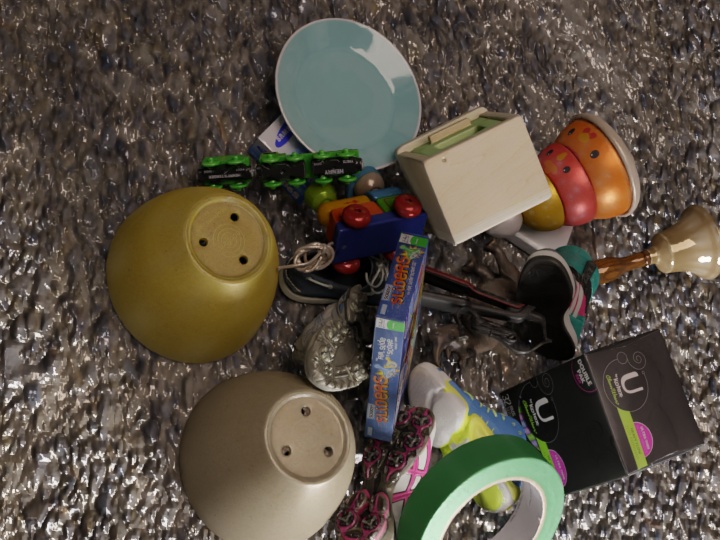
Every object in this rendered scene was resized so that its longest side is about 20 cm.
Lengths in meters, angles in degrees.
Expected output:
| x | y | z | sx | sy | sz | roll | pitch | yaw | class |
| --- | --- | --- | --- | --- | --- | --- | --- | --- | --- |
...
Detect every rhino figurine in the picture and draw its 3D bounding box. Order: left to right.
| x | y | z | sx | sy | sz | roll | pitch | yaw | class |
| --- | --- | --- | --- | --- | --- | --- | --- | --- | --- |
| 0.143 | 0.052 | 1.657 | 0.087 | 0.060 | 0.200 | 45 | 50 | -6 | rhino figurine |

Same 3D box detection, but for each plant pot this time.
| x | y | z | sx | sy | sz | roll | pitch | yaw | class |
| --- | --- | --- | --- | --- | --- | --- | --- | --- | --- |
| -0.170 | -0.012 | 1.492 | 0.197 | 0.142 | 0.203 | 8 | 69 | -22 | plant pot |

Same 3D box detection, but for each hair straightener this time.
| x | y | z | sx | sy | sz | roll | pitch | yaw | class |
| --- | --- | --- | --- | --- | --- | --- | --- | --- | --- |
| 0.135 | 0.058 | 1.600 | 0.198 | 0.041 | 0.078 | 21 | 65 | -5 | hair straightener |

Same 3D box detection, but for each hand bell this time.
| x | y | z | sx | sy | sz | roll | pitch | yaw | class |
| --- | --- | --- | --- | --- | --- | --- | --- | --- | --- |
| 0.375 | -0.014 | 1.805 | 0.197 | 0.104 | 0.106 | -15 | 79 | -16 | hand bell |

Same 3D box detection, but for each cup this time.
| x | y | z | sx | sy | sz | roll | pitch | yaw | class |
| --- | --- | --- | --- | --- | --- | --- | --- | --- | --- |
| -0.082 | 0.195 | 1.464 | 0.198 | 0.143 | 0.203 | 9 | 69 | -23 | cup |

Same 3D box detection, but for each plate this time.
| x | y | z | sx | sy | sz | roll | pitch | yaw | class |
| --- | --- | --- | --- | --- | --- | --- | --- | --- | --- |
| -0.017 | -0.214 | 1.652 | 0.197 | 0.026 | 0.203 | 9 | 70 | -24 | plate |

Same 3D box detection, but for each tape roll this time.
| x | y | z | sx | sy | sz | roll | pitch | yaw | class |
| --- | --- | --- | --- | --- | --- | --- | --- | --- | --- |
| 0.137 | 0.282 | 1.521 | 0.198 | 0.203 | 0.048 | -10 | 33 | -28 | tape roll |

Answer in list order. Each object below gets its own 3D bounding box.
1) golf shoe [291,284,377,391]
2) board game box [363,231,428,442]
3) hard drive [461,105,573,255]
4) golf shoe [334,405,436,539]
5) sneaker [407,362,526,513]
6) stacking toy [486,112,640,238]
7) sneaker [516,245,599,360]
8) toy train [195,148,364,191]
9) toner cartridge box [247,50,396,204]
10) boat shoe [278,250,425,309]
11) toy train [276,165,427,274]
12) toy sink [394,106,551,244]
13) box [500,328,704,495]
| x | y | z | sx | sy | sz | roll | pitch | yaw | class |
| --- | --- | --- | --- | --- | --- | --- | --- | --- | --- |
| -0.038 | 0.094 | 1.509 | 0.079 | 0.097 | 0.200 | 57 | 22 | -8 | golf shoe |
| 0.040 | 0.077 | 1.516 | 0.034 | 0.202 | 0.136 | 11 | 44 | 7 | board game box |
| 0.198 | -0.110 | 1.770 | 0.199 | 0.027 | 0.133 | 32 | 62 | -13 | hard drive |
| 0.037 | 0.251 | 1.551 | 0.201 | 0.072 | 0.092 | -61 | 139 | -28 | golf shoe |
| 0.137 | 0.191 | 1.624 | 0.105 | 0.075 | 0.202 | -26 | 85 | -49 | sneaker |
| 0.244 | -0.096 | 1.716 | 0.198 | 0.146 | 0.147 | -30 | 87 | -15 | stacking toy |
| 0.251 | 0.009 | 1.679 | 0.082 | 0.201 | 0.122 | 7 | 55 | 18 | sneaker |
| -0.093 | -0.120 | 1.572 | 0.197 | 0.056 | 0.042 | -4 | 107 | 2 | toy train |
| -0.041 | -0.184 | 1.670 | 0.095 | 0.043 | 0.200 | 44 | 60 | -5 | toner cartridge box |
| 0.000 | 0.000 | 1.616 | 0.197 | 0.062 | 0.076 | 4 | 65 | -26 | boat shoe |
| -0.033 | -0.061 | 1.558 | 0.198 | 0.085 | 0.116 | -12 | 46 | -29 | toy train |
| 0.124 | -0.120 | 1.610 | 0.129 | 0.200 | 0.113 | -25 | 102 | -6 | toy sink |
| 0.285 | 0.177 | 1.614 | 0.123 | 0.200 | 0.150 | -15 | 80 | -29 | box |
